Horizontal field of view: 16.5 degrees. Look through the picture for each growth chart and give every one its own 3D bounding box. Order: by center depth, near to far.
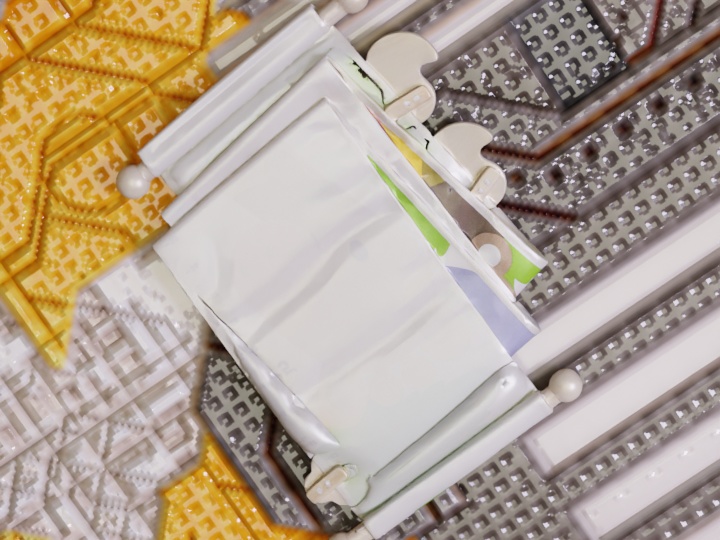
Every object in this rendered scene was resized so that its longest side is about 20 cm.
[{"bbox_3d":[0.000,0.000,0.980,0.144,0.018,0.201,-31,99,6],"label":"growth chart"}]
